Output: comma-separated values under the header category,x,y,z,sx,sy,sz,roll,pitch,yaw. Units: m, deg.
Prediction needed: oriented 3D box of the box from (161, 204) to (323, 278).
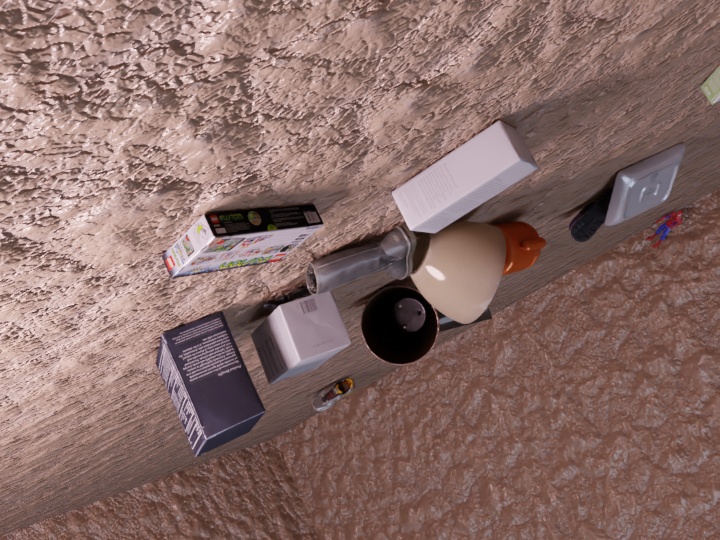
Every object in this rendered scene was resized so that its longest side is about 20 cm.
category,x,y,z,sx,sy,sz,roll,pitch,yaw
box,-0.153,-0.041,1.084,0.110,0.035,0.199,-36,164,37

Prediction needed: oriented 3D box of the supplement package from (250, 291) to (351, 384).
category,x,y,z,sx,sy,sz,roll,pitch,yaw
supplement package,-0.118,0.130,1.540,0.113,0.110,0.200,-16,168,-29

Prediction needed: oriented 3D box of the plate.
category,x,y,z,sx,sy,sz,roll,pitch,yaw
plate,0.705,-0.202,1.996,0.198,0.032,0.201,-24,144,-12

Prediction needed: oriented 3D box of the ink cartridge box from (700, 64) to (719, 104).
category,x,y,z,sx,sy,sz,roll,pitch,yaw
ink cartridge box,0.711,-0.378,1.429,0.145,0.048,0.200,-25,167,-7

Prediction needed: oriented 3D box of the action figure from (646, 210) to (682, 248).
category,x,y,z,sx,sy,sz,roll,pitch,yaw
action figure,1.169,-0.161,3.138,0.098,0.066,0.200,-15,152,-32

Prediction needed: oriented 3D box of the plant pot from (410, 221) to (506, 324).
category,x,y,z,sx,sy,sz,roll,pitch,yaw
plant pot,0.172,-0.012,1.569,0.133,0.202,0.200,19,149,-18

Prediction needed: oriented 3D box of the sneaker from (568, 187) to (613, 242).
category,x,y,z,sx,sy,sz,roll,pitch,yaw
sneaker,0.623,-0.165,2.111,0.200,0.076,0.088,-39,-167,18

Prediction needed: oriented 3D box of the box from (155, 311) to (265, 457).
category,x,y,z,sx,sy,sz,roll,pitch,yaw
box,-0.275,0.210,1.470,0.122,0.200,0.200,-20,167,-23

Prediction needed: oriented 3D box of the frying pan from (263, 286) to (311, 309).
category,x,y,z,sx,sy,sz,roll,pitch,yaw
frying pan,-0.141,0.063,1.532,0.189,0.031,0.115,-9,160,-46

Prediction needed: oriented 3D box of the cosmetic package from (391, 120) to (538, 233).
category,x,y,z,sx,sy,sz,roll,pitch,yaw
cosmetic package,0.159,-0.138,1.234,0.199,0.072,0.101,-32,166,23

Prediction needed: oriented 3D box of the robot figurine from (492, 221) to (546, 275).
category,x,y,z,sx,sy,sz,roll,pitch,yaw
robot figurine,0.329,-0.051,1.827,0.199,0.117,0.144,-11,146,-46

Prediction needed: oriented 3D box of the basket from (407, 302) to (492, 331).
category,x,y,z,sx,sy,sz,roll,pitch,yaw
basket,0.226,0.089,2.127,0.199,0.137,0.181,-22,131,6

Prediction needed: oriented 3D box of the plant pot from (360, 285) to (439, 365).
category,x,y,z,sx,sy,sz,roll,pitch,yaw
plant pot,0.108,0.122,1.980,0.186,0.188,0.200,-28,178,11

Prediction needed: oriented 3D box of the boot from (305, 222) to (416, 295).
category,x,y,z,sx,sy,sz,roll,pitch,yaw
boot,-0.001,-0.001,1.465,0.199,0.073,0.182,-30,155,-15

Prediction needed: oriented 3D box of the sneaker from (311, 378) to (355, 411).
category,x,y,z,sx,sy,sz,roll,pitch,yaw
sneaker,-0.109,0.479,3.184,0.199,0.078,0.082,-33,165,-13
